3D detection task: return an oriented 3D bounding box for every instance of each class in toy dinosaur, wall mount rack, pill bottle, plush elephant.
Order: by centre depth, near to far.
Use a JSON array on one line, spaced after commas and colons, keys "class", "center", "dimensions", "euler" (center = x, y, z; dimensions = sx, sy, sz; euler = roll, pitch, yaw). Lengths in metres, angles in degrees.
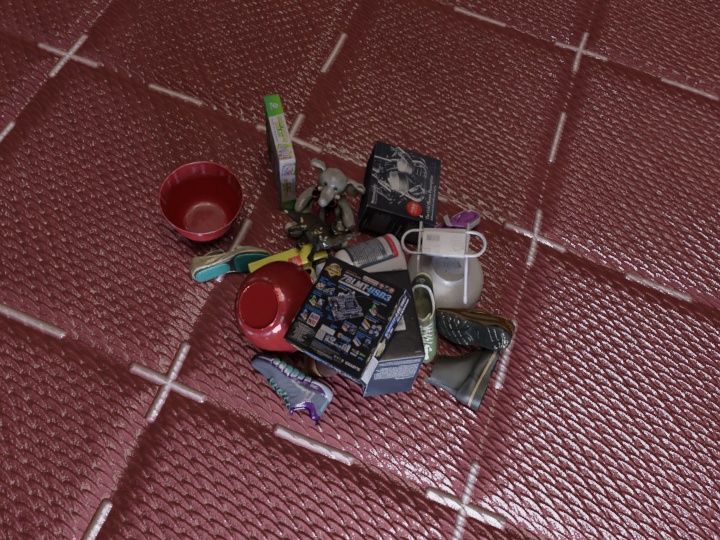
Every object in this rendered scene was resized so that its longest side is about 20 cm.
[{"class": "wall mount rack", "center": [0.188, -0.023, 1.561], "dimensions": [0.193, 0.075, 0.179], "euler": [3, 67, 11]}, {"class": "toy dinosaur", "center": [-0.108, -0.089, 1.586], "dimensions": [0.196, 0.078, 0.102], "euler": [29, 48, 18]}, {"class": "pill bottle", "center": [0.000, 0.000, 1.595], "dimensions": [0.195, 0.121, 0.122], "euler": [-18, 64, -16]}, {"class": "plush elephant", "center": [-0.077, -0.176, 1.660], "dimensions": [0.160, 0.156, 0.204], "euler": [21, 61, 5]}]

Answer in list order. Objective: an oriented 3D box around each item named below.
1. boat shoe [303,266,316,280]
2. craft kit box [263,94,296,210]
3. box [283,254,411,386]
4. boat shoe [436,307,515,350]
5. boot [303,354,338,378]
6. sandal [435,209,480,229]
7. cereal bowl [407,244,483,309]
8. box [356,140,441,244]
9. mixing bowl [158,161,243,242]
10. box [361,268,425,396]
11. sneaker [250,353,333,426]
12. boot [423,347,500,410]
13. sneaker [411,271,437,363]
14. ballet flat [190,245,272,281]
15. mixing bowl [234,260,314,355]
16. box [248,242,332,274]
[{"class": "boat shoe", "center": [-0.183, 0.063, 1.559], "dimensions": [0.198, 0.063, 0.074], "euler": [-34, 70, -10]}, {"class": "craft kit box", "center": [-0.197, -0.286, 1.684], "dimensions": [0.047, 0.199, 0.205], "euler": [-10, 61, -13]}, {"class": "box", "center": [-0.027, 0.095, 1.369], "dimensions": [0.196, 0.050, 0.202], "euler": [23, 74, 26]}, {"class": "boat shoe", "center": [0.258, 0.124, 1.548], "dimensions": [0.195, 0.078, 0.074], "euler": [16, 35, 31]}, {"class": "boot", "center": [-0.060, 0.130, 1.494], "dimensions": [0.071, 0.163, 0.207], "euler": [18, 63, -45]}, {"class": "sandal", "center": [0.234, -0.119, 1.691], "dimensions": [0.081, 0.051, 0.202], "euler": [17, 32, 26]}, {"class": "cereal bowl", "center": [0.205, 0.006, 1.639], "dimensions": [0.193, 0.084, 0.206], "euler": [3, 60, -4]}, {"class": "box", "center": [0.097, -0.192, 1.707], "dimensions": [0.176, 0.105, 0.205], "euler": [14, 60, -9]}, {"class": "mixing bowl", "center": [-0.375, -0.147, 1.636], "dimensions": [0.193, 0.109, 0.206], "euler": [3, 61, -5]}, {"class": "box", "center": [0.055, 0.136, 1.480], "dimensions": [0.119, 0.200, 0.205], "euler": [-4, 61, -10]}, {"class": "sneaker", "center": [-0.159, 0.253, 1.466], "dimensions": [0.195, 0.075, 0.089], "euler": [25, 67, 7]}, {"class": "boot", "center": [0.241, 0.195, 1.549], "dimensions": [0.135, 0.079, 0.202], "euler": [22, 56, 15]}, {"class": "sneaker", "center": [0.135, 0.111, 1.514], "dimensions": [0.065, 0.090, 0.207], "euler": [-2, 97, 10]}, {"class": "ballet flat", "center": [-0.305, -0.030, 1.607], "dimensions": [0.194, 0.068, 0.063], "euler": [-13, 53, -14]}, {"class": "mixing bowl", "center": [-0.195, 0.078, 1.460], "dimensions": [0.194, 0.108, 0.208], "euler": [-2, 85, 19]}, {"class": "box", "center": [-0.164, -0.009, 1.607], "dimensions": [0.195, 0.076, 0.051], "euler": [-19, 64, -17]}]
